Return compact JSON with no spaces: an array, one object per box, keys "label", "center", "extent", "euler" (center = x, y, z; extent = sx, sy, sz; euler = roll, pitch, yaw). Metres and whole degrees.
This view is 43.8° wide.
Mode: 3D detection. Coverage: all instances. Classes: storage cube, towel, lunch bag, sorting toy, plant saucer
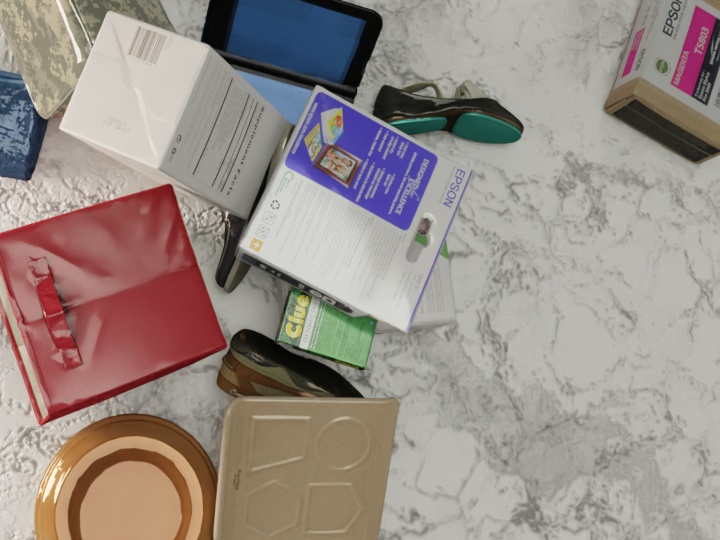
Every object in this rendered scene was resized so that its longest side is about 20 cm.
[{"label":"storage cube","center":[-0.259,0.037,0.895],"extent":[0.177,0.199,0.174],"euler":[-20,87,-25]},{"label":"towel","center":[-0.435,-0.168,0.946],"extent":[0.196,0.048,0.114],"euler":[12,79,-15]},{"label":"lunch bag","center":[-0.278,-0.268,0.956],"extent":[0.166,0.139,0.203],"euler":[-19,80,-48]},{"label":"sorting toy","center":[-0.060,0.220,0.977],"extent":[0.195,0.037,0.189],"euler":[1,110,-19]},{"label":"plant saucer","center":[-0.243,0.255,0.947],"extent":[0.195,0.037,0.205],"euler":[2,82,-16]}]

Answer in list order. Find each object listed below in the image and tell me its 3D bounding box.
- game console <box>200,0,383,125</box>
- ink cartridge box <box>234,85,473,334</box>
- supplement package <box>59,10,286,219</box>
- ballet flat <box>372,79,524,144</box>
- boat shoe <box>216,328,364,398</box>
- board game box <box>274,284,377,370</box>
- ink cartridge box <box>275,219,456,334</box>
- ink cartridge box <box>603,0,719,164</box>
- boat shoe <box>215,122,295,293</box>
[{"label":"game console","center":[-0.090,-0.217,1.020],"extent":[0.195,0.118,0.175],"euler":[12,78,-14]},{"label":"ink cartridge box","center":[-0.004,-0.061,0.950],"extent":[0.197,0.043,0.201],"euler":[27,75,-5]},{"label":"supplement package","center":[-0.176,-0.146,0.889],"extent":[0.119,0.200,0.122],"euler":[22,87,18]},{"label":"ballet flat","center":[0.111,-0.202,1.107],"extent":[0.195,0.068,0.070],"euler":[2,73,-17]},{"label":"boat shoe","center":[-0.072,0.140,1.003],"extent":[0.198,0.076,0.075],"euler":[31,102,-19]},{"label":"board game box","center":[-0.018,-0.005,0.971],"extent":[0.103,0.023,0.204],"euler":[19,76,-14]},{"label":"ink cartridge box","center":[0.000,0.000,1.032],"extent":[0.195,0.084,0.150],"euler":[-4,82,-16]},{"label":"ink cartridge box","center":[0.441,-0.274,1.211],"extent":[0.162,0.075,0.204],"euler":[25,76,-13]},{"label":"boat shoe","center":[-0.132,-0.077,1.011],"extent":[0.061,0.073,0.204],"euler":[19,89,4]}]
